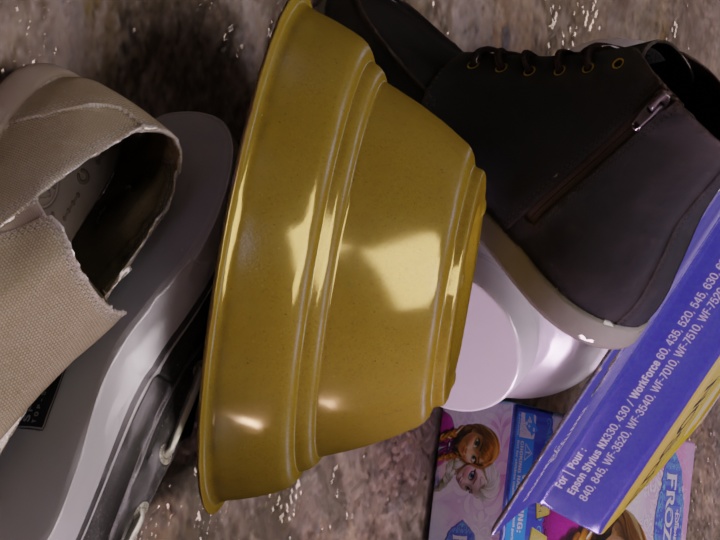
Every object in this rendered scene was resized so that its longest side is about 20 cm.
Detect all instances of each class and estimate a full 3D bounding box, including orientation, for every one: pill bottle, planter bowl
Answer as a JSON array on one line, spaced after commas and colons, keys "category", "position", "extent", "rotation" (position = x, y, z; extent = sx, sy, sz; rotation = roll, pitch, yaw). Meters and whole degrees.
[{"category": "pill bottle", "position": [0.083, -0.016, 1.293], "extent": [0.200, 0.111, 0.111], "rotation": [-44, 129, -48]}, {"category": "planter bowl", "position": [0.000, 0.000, 1.106], "extent": [0.200, 0.083, 0.200], "rotation": [10, 90, -84]}]

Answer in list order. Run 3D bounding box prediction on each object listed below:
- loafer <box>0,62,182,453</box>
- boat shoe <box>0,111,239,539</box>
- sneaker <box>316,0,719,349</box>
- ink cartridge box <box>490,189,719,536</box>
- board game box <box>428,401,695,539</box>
[{"category": "loafer", "position": [-0.122, 0.010, 0.994], "extent": [0.076, 0.068, 0.200], "rotation": [57, 47, -45]}, {"category": "boat shoe", "position": [-0.091, 0.037, 1.056], "extent": [0.200, 0.071, 0.064], "rotation": [-65, 146, -21]}, {"category": "sneaker", "position": [0.070, -0.073, 1.172], "extent": [0.075, 0.200, 0.106], "rotation": [-4, 135, -53]}, {"category": "ink cartridge box", "position": [0.153, 0.021, 1.298], "extent": [0.198, 0.047, 0.200], "rotation": [-59, 171, 29]}, {"category": "board game box", "position": [0.092, 0.169, 1.395], "extent": [0.200, 0.041, 0.200], "rotation": [14, 81, -59]}]
